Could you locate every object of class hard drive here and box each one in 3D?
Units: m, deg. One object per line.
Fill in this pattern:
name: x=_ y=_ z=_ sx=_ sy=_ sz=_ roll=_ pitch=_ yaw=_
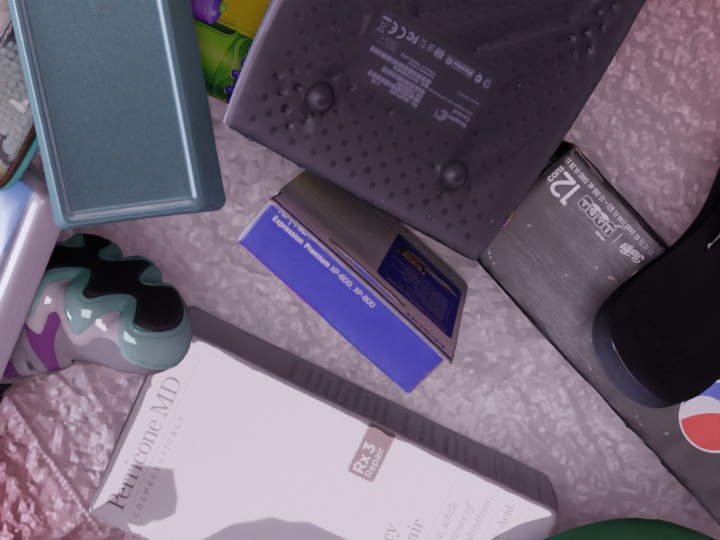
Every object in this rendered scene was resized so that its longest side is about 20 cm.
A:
hard drive: x=0.042 y=-0.119 z=0.713 sx=0.135 sy=0.042 sz=0.200 roll=27 pitch=96 yaw=-24

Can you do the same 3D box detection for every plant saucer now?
plant saucer: x=-0.101 y=-0.109 z=0.687 sx=0.070 sy=0.019 sz=0.200 roll=-7 pitch=113 yaw=4

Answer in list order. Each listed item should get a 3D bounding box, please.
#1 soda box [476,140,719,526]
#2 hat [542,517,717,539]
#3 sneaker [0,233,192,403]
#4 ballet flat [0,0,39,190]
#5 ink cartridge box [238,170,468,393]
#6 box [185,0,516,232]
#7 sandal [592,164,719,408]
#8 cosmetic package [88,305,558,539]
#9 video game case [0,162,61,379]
soda box: x=0.137 y=0.035 z=0.858 sx=0.071 sy=0.063 sz=0.200 roll=-42 pitch=93 yaw=8
hat: x=0.099 y=0.218 z=0.872 sx=0.200 sy=0.176 sz=0.166 roll=-27 pitch=79 yaw=-10
sneaker: x=-0.168 y=0.046 z=0.857 sx=0.200 sy=0.078 sz=0.140 roll=23 pitch=109 yaw=31
ballet flat: x=-0.133 y=-0.129 z=0.722 sx=0.071 sy=0.069 sz=0.200 roll=19 pitch=101 yaw=-43
ink cartridge box: x=0.000 y=0.000 z=0.792 sx=0.095 sy=0.200 sz=0.037 roll=42 pitch=97 yaw=-2
box: x=0.010 y=-0.154 z=0.781 sx=0.192 sy=0.122 sz=0.200 roll=24 pitch=98 yaw=-22
sandal: x=0.182 y=-0.016 z=0.817 sx=0.076 sy=0.043 sz=0.200 roll=43 pitch=64 yaw=-6
cosmetic package: x=-0.017 y=0.106 z=0.871 sx=0.200 sy=0.074 sz=0.102 roll=24 pitch=97 yaw=-1
video game case: x=-0.228 y=0.004 z=0.832 sx=0.182 sy=0.022 sz=0.200 roll=37 pitch=114 yaw=25
